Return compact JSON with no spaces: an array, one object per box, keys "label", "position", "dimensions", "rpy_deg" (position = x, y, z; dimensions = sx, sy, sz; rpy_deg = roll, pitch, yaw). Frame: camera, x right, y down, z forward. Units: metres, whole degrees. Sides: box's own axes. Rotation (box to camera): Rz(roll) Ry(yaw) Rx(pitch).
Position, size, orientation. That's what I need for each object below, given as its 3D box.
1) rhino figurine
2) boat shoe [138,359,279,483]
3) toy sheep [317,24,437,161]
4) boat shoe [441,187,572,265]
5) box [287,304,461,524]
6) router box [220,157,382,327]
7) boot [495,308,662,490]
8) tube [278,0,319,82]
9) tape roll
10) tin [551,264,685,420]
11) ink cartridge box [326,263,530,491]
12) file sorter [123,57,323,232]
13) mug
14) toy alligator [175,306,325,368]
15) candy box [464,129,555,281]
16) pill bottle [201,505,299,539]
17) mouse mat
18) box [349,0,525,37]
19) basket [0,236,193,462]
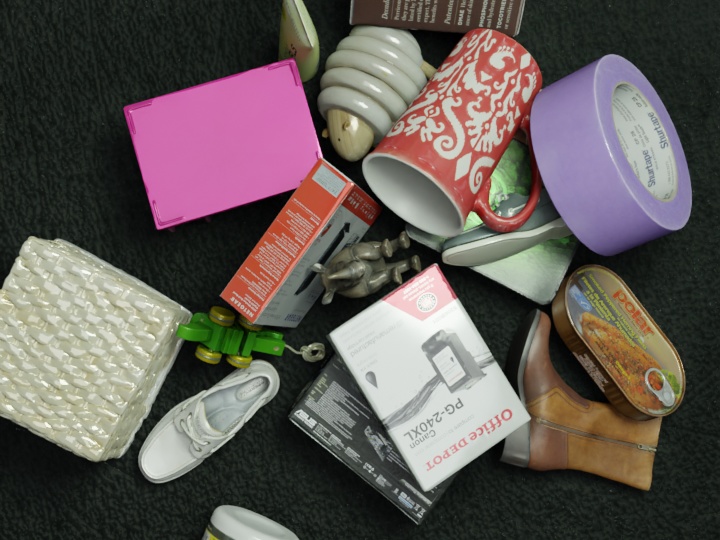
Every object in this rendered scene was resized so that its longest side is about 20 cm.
[{"label":"rhino figurine","position":[0.000,0.000,1.205],"dimensions":[0.086,0.200,0.061],"rpy_deg":[-15,92,20]},{"label":"boat shoe","position":[-0.182,0.176,1.265],"dimensions":[0.199,0.069,0.071],"rpy_deg":[-40,92,-3]},{"label":"toy sheep","position":[0.020,-0.219,1.264],"dimensions":[0.136,0.138,0.203],"rpy_deg":[24,73,-2]},{"label":"boat shoe","position":[0.180,-0.059,1.236],"dimensions":[0.197,0.073,0.063],"rpy_deg":[-18,73,-4]},{"label":"box","position":[0.038,0.165,1.267],"dimensions":[0.199,0.086,0.165],"rpy_deg":[38,86,-1]},{"label":"router box","position":[-0.060,-0.024,1.205],"dimensions":[0.049,0.200,0.181],"rpy_deg":[37,93,10]},{"label":"boot","position":[0.272,0.154,1.291],"dimensions":[0.196,0.068,0.192],"rpy_deg":[9,80,-6]},{"label":"tube","position":[-0.070,-0.262,1.221],"dimensions":[0.057,0.200,0.053],"rpy_deg":[28,85,-2]},{"label":"tape roll","position":[0.275,-0.125,1.178],"dimensions":[0.084,0.199,0.203],"rpy_deg":[-24,89,38]},{"label":"tin","position":[0.306,0.086,1.285],"dimensions":[0.112,0.042,0.201],"rpy_deg":[-37,90,-31]},{"label":"ink cartridge box","position":[0.074,0.117,1.187],"dimensions":[0.144,0.083,0.202],"rpy_deg":[-32,88,-6]},{"label":"file sorter","position":[-0.151,-0.137,1.250],"dimensions":[0.197,0.125,0.141],"rpy_deg":[-17,88,-4]},{"label":"mug","position":[0.122,-0.144,1.207],"dimensions":[0.177,0.133,0.201],"rpy_deg":[42,70,-21]},{"label":"toy alligator","position":[-0.133,0.077,1.266],"dimensions":[0.198,0.054,0.060],"rpy_deg":[12,105,-36]},{"label":"candy box","position":[0.204,-0.101,1.301],"dimensions":[0.116,0.056,0.202],"rpy_deg":[32,88,-1]},{"label":"pill bottle","position":[-0.153,0.384,1.238],"dimensions":[0.111,0.112,0.203],"rpy_deg":[22,88,-2]},{"label":"mouse mat","position":[0.169,-0.071,1.268],"dimensions":[0.198,0.008,0.163],"rpy_deg":[26,88,1]},{"label":"box","position":[0.090,-0.385,1.221],"dimensions":[0.196,0.166,0.168],"rpy_deg":[4,47,-2]},{"label":"basket","position":[-0.318,0.090,1.219],"dimensions":[0.198,0.161,0.200],"rpy_deg":[28,86,-3]}]
